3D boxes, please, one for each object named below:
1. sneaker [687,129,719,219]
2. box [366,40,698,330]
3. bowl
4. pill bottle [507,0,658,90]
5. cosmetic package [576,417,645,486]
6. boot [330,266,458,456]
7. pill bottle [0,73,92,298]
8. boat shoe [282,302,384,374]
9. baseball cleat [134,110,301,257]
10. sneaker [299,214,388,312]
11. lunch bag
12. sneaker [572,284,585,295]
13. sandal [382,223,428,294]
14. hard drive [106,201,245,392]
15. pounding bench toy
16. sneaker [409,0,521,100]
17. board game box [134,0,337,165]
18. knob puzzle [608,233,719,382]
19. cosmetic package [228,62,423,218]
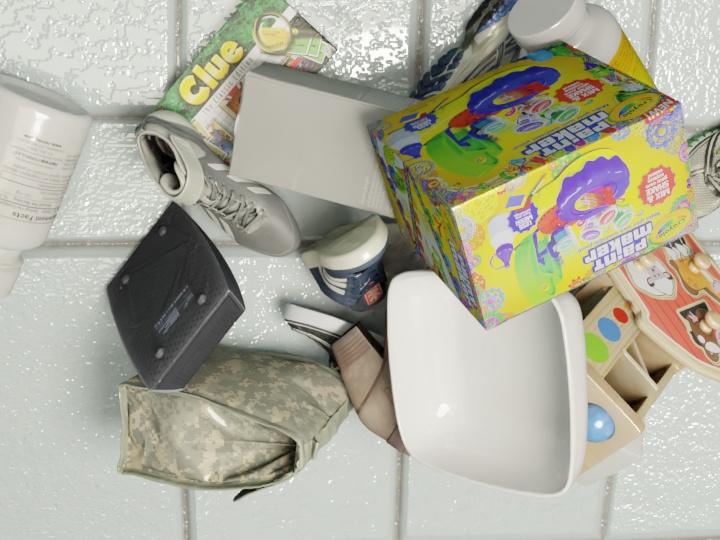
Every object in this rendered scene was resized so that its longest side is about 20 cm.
[{"bbox_3d":[0.410,-0.126,1.102,0.200,0.085,0.078,-42,106,6],"label":"sneaker"},{"bbox_3d":[0.141,-0.080,0.874,0.199,0.193,0.122,-25,123,-8],"label":"box"},{"bbox_3d":[0.122,0.092,0.939,0.075,0.199,0.201,-19,110,-47],"label":"bowl"},{"bbox_3d":[0.224,-0.190,1.020,0.104,0.104,0.200,-42,129,5],"label":"pill bottle"},{"bbox_3d":[0.201,0.155,1.136,0.199,0.071,0.101,27,143,-13],"label":"cosmetic package"},{"bbox_3d":[0.070,0.088,1.040,0.200,0.070,0.146,-38,92,22],"label":"boot"},{"bbox_3d":[-0.349,-0.080,1.008,0.114,0.114,0.201,23,101,-12],"label":"pill bottle"},{"bbox_3d":[-0.001,0.097,1.119,0.199,0.074,0.068,26,86,-22],"label":"boat shoe"},{"bbox_3d":[-0.145,-0.071,1.019,0.200,0.107,0.070,40,112,-12],"label":"baseball cleat"},{"bbox_3d":[0.000,0.000,1.026,0.075,0.200,0.085,-35,97,-9],"label":"sneaker"},{"bbox_3d":[-0.117,0.151,1.042,0.199,0.164,0.118,7,105,16],"label":"lunch bag"},{"bbox_3d":[0.290,0.044,1.136,0.200,0.078,0.080,-30,112,3],"label":"sneaker"},{"bbox_3d":[0.077,0.040,1.087,0.082,0.050,0.203,-26,87,32],"label":"sandal"},{"bbox_3d":[-0.183,0.026,1.020,0.042,0.200,0.135,33,99,-36],"label":"hard drive"},{"bbox_3d":[0.195,0.081,1.028,0.200,0.156,0.124,47,137,7],"label":"pounding bench toy"},{"bbox_3d":[0.124,-0.194,1.056,0.085,0.077,0.200,38,98,-19],"label":"sneaker"},{"bbox_3d":[-0.127,-0.185,1.055,0.105,0.023,0.200,40,97,-13],"label":"board game box"},{"bbox_3d":[0.345,0.031,1.057,0.219,0.220,0.030,31,132,-14],"label":"knob puzzle"},{"bbox_3d":[-0.018,-0.125,1.003,0.199,0.090,0.107,18,111,7],"label":"cosmetic package"}]
